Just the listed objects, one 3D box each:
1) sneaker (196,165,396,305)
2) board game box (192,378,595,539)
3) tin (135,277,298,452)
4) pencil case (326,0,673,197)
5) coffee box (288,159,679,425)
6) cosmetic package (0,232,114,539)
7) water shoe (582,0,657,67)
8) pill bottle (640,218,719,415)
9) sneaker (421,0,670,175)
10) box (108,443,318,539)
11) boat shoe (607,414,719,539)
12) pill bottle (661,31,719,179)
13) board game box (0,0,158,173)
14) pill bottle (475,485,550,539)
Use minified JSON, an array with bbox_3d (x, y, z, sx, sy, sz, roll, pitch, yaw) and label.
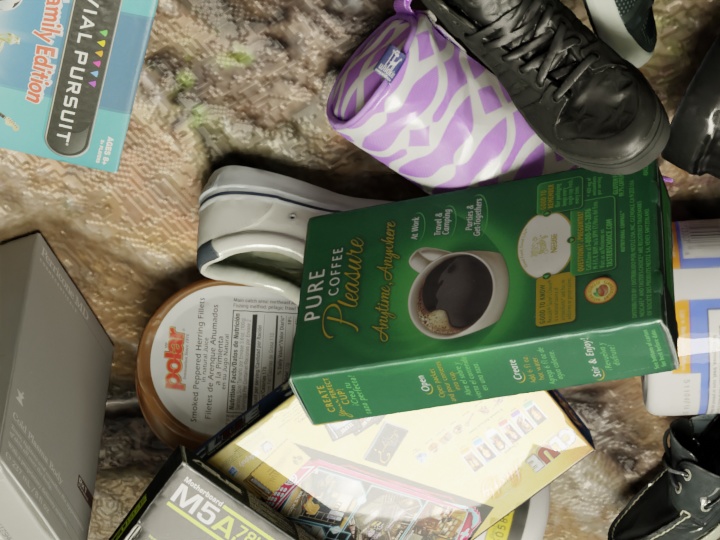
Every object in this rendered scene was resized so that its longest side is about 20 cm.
[{"bbox_3d":[0.000,0.000,1.316,0.199,0.071,0.073,12,152,-1],"label":"sneaker"},{"bbox_3d":[0.013,0.106,1.295,0.200,0.035,0.136,-37,104,10],"label":"board game box"},{"bbox_3d":[-0.034,0.060,1.347,0.199,0.112,0.042,3,154,-1],"label":"tin"},{"bbox_3d":[0.074,-0.068,1.268,0.200,0.084,0.086,34,79,-23],"label":"pencil case"},{"bbox_3d":[0.065,0.011,1.200,0.199,0.123,0.044,-11,135,15],"label":"coffee box"},{"bbox_3d":[-0.207,0.085,1.319,0.090,0.200,0.107,-17,129,17],"label":"cosmetic package"},{"bbox_3d":[0.139,-0.191,1.171,0.079,0.072,0.200,-17,128,8],"label":"water shoe"},{"bbox_3d":[0.260,0.024,1.310,0.199,0.112,0.112,-2,128,4],"label":"pill bottle"},{"bbox_3d":[0.072,-0.131,1.167,0.060,0.200,0.104,-45,143,5],"label":"sneaker"},{"bbox_3d":[-0.077,0.231,1.277,0.200,0.048,0.193,35,92,-11],"label":"box"},{"bbox_3d":[0.220,0.112,1.405,0.199,0.075,0.066,-36,117,25],"label":"boat shoe"},{"bbox_3d":[0.267,-0.052,1.219,0.199,0.112,0.112,29,128,11],"label":"pill bottle"},{"bbox_3d":[-0.212,-0.145,1.233,0.199,0.047,0.151,12,128,-8],"label":"board game box"},{"bbox_3d":[0.007,0.136,1.406,0.199,0.112,0.112,17,127,-12],"label":"pill bottle"}]
